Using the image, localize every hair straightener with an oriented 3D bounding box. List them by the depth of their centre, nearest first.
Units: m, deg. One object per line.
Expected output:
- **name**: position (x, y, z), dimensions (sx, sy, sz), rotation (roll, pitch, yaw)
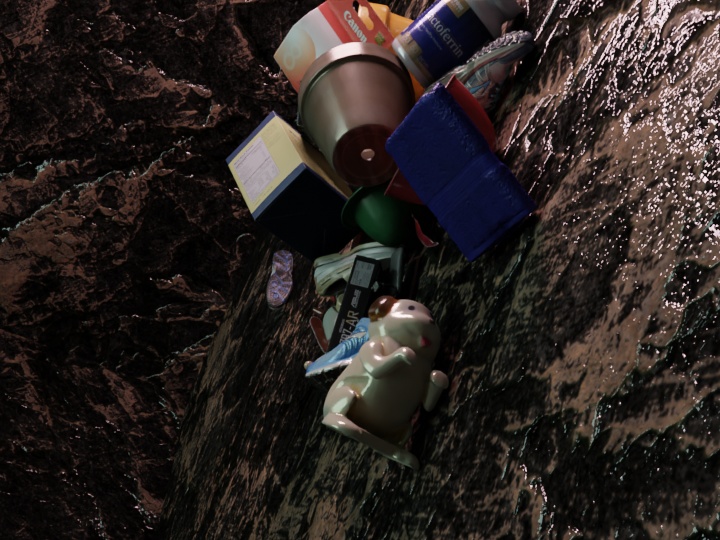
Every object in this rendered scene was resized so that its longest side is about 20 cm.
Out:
- **hair straightener**: position (0.042, 0.050, 1.414), dimensions (0.041, 0.076, 0.203), rotation (-28, 41, 54)

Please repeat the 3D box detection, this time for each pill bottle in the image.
- **pill bottle**: position (0.158, -0.392, 1.453), dimensions (0.199, 0.116, 0.116), rotation (-40, 21, 13)

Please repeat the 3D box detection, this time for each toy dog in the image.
- **toy dog**: position (0.042, 0.138, 1.189), dimensions (0.202, 0.138, 0.194), rotation (-64, 16, -10)
- **toy dog**: position (-0.060, 0.112, 1.561), dimensions (0.200, 0.095, 0.134), rotation (-36, -43, -72)

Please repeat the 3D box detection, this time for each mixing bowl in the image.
- **mixing bowl**: position (0.129, -0.169, 1.298), dimensions (0.202, 0.107, 0.200), rotation (-60, -1, -1)

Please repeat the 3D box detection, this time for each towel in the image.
- **towel**: position (0.127, -0.123, 1.137), dimensions (0.049, 0.201, 0.148), rotation (-34, -6, -36)

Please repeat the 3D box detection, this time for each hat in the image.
- **hat**: position (0.070, -0.051, 1.476), dimensions (0.165, 0.199, 0.178), rotation (-35, 64, 21)

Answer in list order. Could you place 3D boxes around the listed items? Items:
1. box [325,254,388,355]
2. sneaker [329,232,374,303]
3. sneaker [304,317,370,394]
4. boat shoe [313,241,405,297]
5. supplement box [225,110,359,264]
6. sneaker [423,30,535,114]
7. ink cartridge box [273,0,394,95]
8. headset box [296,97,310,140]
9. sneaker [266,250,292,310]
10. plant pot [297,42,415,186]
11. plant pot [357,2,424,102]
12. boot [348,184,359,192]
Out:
- **box**: position (-0.005, 0.098, 1.467), dimensions (0.161, 0.043, 0.203), rotation (70, -145, -69)
- **sneaker**: position (0.022, -0.014, 1.667), dimensions (0.082, 0.077, 0.202), rotation (31, 93, 44)
- **sneaker**: position (0.006, 0.119, 1.331), dimensions (0.198, 0.079, 0.091), rotation (-26, 41, 19)
- **boat shoe**: position (0.000, 0.000, 1.592), dimensions (0.198, 0.074, 0.070), rotation (-17, 65, 39)
- **supplement box**: position (-0.118, -0.150, 1.663), dimensions (0.134, 0.199, 0.201), rotation (-42, 45, 12)
- **sneaker**: position (0.195, -0.294, 1.375), dimensions (0.199, 0.087, 0.078), rotation (-27, 15, 41)
- **ink cartridge box**: position (-0.049, -0.373, 1.510), dimensions (0.163, 0.050, 0.200), rotation (56, 133, 17)
- **headset box**: position (-0.063, -0.341, 1.682), dimensions (0.200, 0.091, 0.177), rotation (-111, 27, -88)
- **sneaker**: position (-0.226, 0.038, 2.557), dimensions (0.078, 0.074, 0.202), rotation (93, -175, -48)
- **plant pot**: position (0.001, -0.232, 1.432), dimensions (0.201, 0.197, 0.175), rotation (-58, 27, 36)
- **plant pot**: position (0.078, -0.380, 1.649), dimensions (0.200, 0.180, 0.204), rotation (7, -90, -90)
- **boot**: position (0.005, -0.185, 1.799), dimensions (0.203, 0.137, 0.077), rotation (-69, 14, -7)
